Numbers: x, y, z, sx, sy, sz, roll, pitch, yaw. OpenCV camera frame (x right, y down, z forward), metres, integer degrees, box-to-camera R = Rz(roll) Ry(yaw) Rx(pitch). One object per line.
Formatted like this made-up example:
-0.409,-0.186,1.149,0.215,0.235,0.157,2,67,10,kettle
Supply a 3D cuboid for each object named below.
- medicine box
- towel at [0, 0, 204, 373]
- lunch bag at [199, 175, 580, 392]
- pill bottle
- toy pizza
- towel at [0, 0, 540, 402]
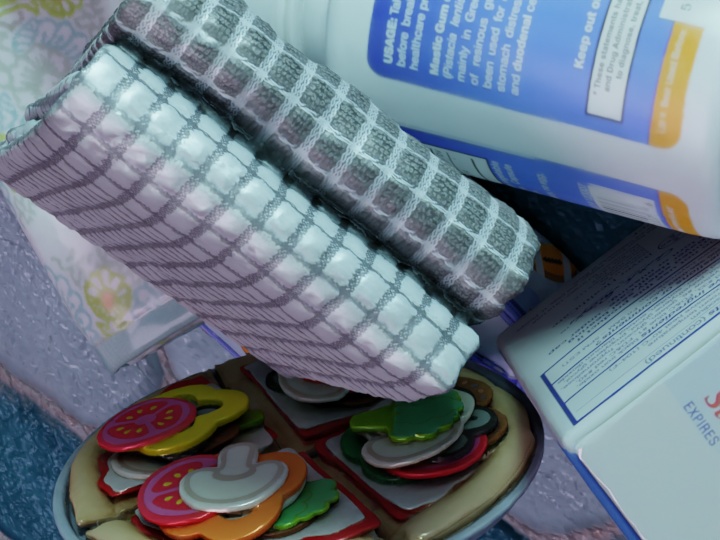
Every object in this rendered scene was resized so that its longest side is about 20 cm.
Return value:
0.152,0.083,0.740,0.183,0.103,0.200,53,-176,-8,medicine box
-0.069,-0.074,0.839,0.199,0.048,0.172,-30,87,15,towel
0.000,0.000,0.911,0.200,0.076,0.161,39,139,8,lunch bag
0.057,-0.088,0.718,0.199,0.112,0.113,17,133,25,pill bottle
-0.026,0.068,0.786,0.199,0.200,0.032,10,119,36,toy pizza
-0.038,-0.029,0.709,0.165,0.086,0.200,36,170,-12,towel
